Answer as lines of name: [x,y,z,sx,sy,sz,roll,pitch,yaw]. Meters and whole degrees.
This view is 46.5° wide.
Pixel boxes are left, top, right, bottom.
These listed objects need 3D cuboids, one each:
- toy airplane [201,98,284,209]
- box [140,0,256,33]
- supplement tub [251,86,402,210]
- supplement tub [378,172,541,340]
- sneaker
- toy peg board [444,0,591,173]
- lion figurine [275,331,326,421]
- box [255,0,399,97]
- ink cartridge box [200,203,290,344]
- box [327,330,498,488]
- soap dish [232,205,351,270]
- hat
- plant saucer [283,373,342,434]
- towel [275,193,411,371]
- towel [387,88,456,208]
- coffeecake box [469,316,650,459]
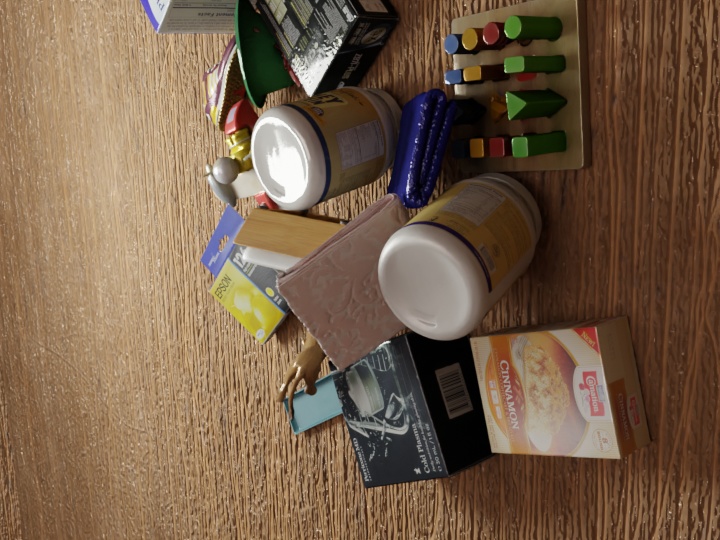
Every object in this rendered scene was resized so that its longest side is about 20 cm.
toy airplane: [-0.188,-0.162,1.429,0.199,0.139,0.202,45,130,32]
box: [-0.250,-0.502,1.386,0.106,0.182,0.201,57,135,20]
supplement tub: [-0.041,-0.180,1.195,0.143,0.198,0.147,24,126,38]
supplement tub: [0.127,-0.024,1.024,0.143,0.200,0.148,19,128,27]
sneaker: [-0.242,-0.352,1.497,0.090,0.074,0.202,45,129,26]
toy peg board: [0.169,-0.221,1.029,0.197,0.097,0.205,5,103,48]
lion figurine: [-0.068,0.117,1.271,0.123,0.071,0.202,115,172,-50]
box: [-0.054,-0.388,1.258,0.202,0.085,0.164,60,136,21]
ink cartridge box: [-0.203,0.012,1.497,0.199,0.047,0.198,41,140,2]
box: [0.076,0.195,1.224,0.196,0.122,0.204,-26,80,51]
soap dish: [-0.058,-0.039,1.197,0.197,0.156,0.083,12,97,30]
hat: [-0.095,-0.349,1.351,0.172,0.166,0.204,-6,109,9]
plant saucer: [-0.074,0.234,1.488,0.199,0.019,0.071,-34,73,49]
towel: [0.005,0.021,1.093,0.032,0.189,0.201,53,176,46]
towel: [0.079,-0.155,1.101,0.200,0.048,0.151,-127,46,-82]
coffeecake box: [0.245,0.147,1.049,0.198,0.072,0.157,-11,90,50]
